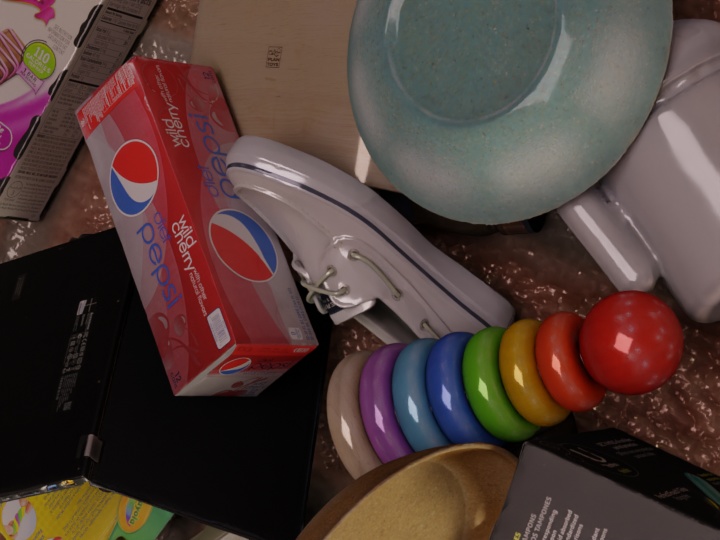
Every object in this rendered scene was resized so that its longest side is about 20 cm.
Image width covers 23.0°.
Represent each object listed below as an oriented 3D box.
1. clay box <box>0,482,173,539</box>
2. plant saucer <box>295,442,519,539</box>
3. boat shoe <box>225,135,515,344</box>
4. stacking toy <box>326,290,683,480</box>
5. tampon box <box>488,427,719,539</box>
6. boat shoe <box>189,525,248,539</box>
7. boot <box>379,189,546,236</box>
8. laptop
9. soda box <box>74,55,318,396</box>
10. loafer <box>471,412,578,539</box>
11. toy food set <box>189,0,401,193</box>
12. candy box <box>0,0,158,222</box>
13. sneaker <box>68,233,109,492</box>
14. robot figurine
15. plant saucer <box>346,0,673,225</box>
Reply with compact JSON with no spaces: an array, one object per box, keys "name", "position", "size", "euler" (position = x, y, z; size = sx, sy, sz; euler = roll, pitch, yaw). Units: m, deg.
[{"name":"clay box","position":[-0.204,0.125,1.181],"size":[0.200,0.048,0.115],"euler":[44,106,20]},{"name":"plant saucer","position":[0.011,0.170,0.936],"size":[0.035,0.200,0.201],"euler":[34,103,38]},{"name":"boat shoe","position":[0.000,0.000,1.017],"size":[0.199,0.074,0.067],"euler":[33,72,-11]},{"name":"stacking toy","position":[0.081,0.057,0.952],"size":[0.199,0.085,0.086],"euler":[-23,78,31]},{"name":"tampon box","position":[0.175,0.182,0.932],"size":[0.199,0.150,0.127],"euler":[24,98,25]},{"name":"boat shoe","position":[-0.102,0.207,1.117],"size":[0.066,0.075,0.199],"euler":[46,118,-10]},{"name":"boot","position":[0.050,-0.117,1.048],"size":[0.096,0.075,0.201],"euler":[-6,87,23]},{"name":"laptop","position":[-0.138,0.079,1.066],"size":[0.199,0.116,0.188],"euler":[-15,46,26]},{"name":"soda box","position":[-0.098,-0.027,1.041],"size":[0.063,0.070,0.201],"euler":[-39,62,36]},{"name":"loafer","position":[0.070,0.159,1.037],"size":[0.071,0.073,0.200],"euler":[43,112,10]},{"name":"toy food set","position":[-0.032,-0.126,1.082],"size":[0.199,0.060,0.144],"euler":[9,89,43]},{"name":"candy box","position":[-0.234,-0.153,1.198],"size":[0.136,0.061,0.201],"euler":[36,103,23]},{"name":"sneaker","position":[-0.145,0.060,1.146],"size":[0.067,0.090,0.201],"euler":[-56,41,35]},{"name":"robot figurine","position":[0.191,-0.052,0.952],"size":[0.169,0.113,0.201],"euler":[-28,73,-12]},{"name":"plant saucer","position":[0.067,-0.127,0.945],"size":[0.200,0.039,0.202],"euler":[-6,80,32]}]
